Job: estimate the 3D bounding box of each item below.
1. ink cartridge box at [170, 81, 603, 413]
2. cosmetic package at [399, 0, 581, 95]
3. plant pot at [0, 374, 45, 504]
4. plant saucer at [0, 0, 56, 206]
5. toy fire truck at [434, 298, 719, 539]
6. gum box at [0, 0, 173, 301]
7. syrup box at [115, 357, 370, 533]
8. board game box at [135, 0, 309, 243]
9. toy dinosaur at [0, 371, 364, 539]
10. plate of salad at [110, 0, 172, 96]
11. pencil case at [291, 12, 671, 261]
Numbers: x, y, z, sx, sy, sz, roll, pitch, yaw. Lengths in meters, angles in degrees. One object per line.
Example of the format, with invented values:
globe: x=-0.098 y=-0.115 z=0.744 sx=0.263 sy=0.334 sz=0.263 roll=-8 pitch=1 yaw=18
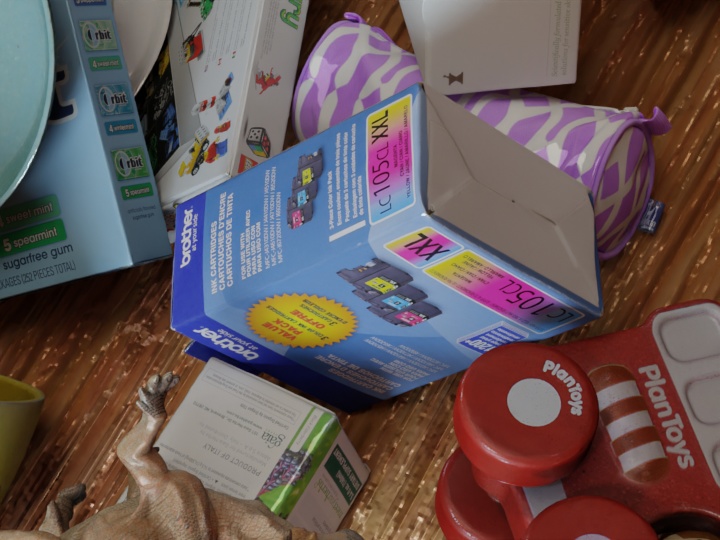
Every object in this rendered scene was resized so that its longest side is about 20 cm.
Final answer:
ink cartridge box: x=0.000 y=0.000 z=1.048 sx=0.200 sy=0.136 sz=0.077 roll=-22 pitch=54 yaw=38
cosmetic package: x=0.057 y=-0.190 z=1.132 sx=0.084 sy=0.108 sz=0.200 roll=-5 pitch=39 yaw=-7
plant pot: x=-0.272 y=0.113 z=1.076 sx=0.199 sy=0.200 sz=0.143 roll=12 pitch=91 yaw=22
plant saucer: x=-0.232 y=-0.114 z=1.116 sx=0.199 sy=0.036 sz=0.201 roll=4 pitch=97 yaw=28
toy fire truck: x=0.134 y=0.113 z=0.999 sx=0.167 sy=0.112 sz=0.201 roll=-13 pitch=59 yaw=-13
gum box: x=-0.202 y=-0.084 z=1.150 sx=0.169 sy=0.045 sz=0.201 roll=-14 pitch=91 yaw=29
syrup box: x=-0.084 y=0.153 z=1.047 sx=0.081 sy=0.079 sz=0.200 roll=23 pitch=71 yaw=25
board game box: x=-0.084 y=-0.115 z=1.184 sx=0.126 sy=0.035 sz=0.201 roll=-20 pitch=52 yaw=45
toy dinosaur: x=-0.102 y=0.142 z=0.967 sx=0.199 sy=0.086 sz=0.136 roll=-29 pitch=66 yaw=5
plate of salad: x=-0.191 y=-0.122 z=1.241 sx=0.199 sy=0.048 sz=0.201 roll=-15 pitch=54 yaw=22
pencil case: x=0.061 y=-0.072 z=1.123 sx=0.199 sy=0.084 sz=0.086 roll=20 pitch=86 yaw=25
